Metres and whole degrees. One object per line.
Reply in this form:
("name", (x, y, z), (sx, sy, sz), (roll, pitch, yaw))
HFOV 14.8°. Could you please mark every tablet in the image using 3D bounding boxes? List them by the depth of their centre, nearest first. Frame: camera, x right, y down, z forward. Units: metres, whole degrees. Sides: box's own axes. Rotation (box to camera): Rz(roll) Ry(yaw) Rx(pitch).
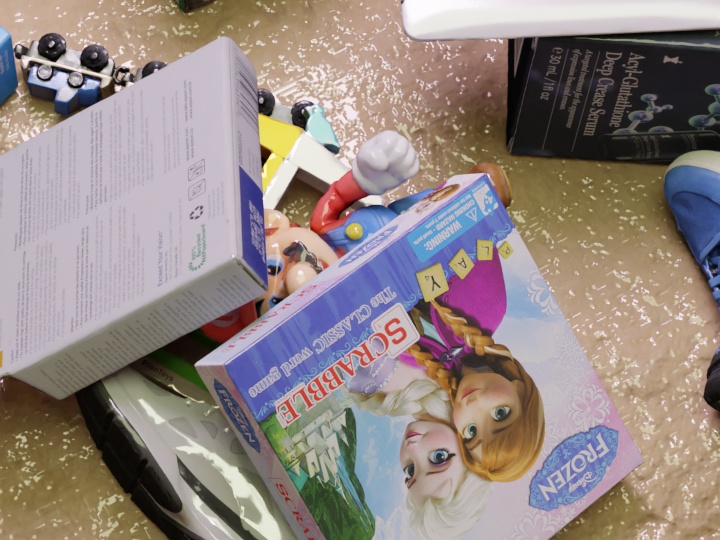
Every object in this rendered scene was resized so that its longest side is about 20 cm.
("tablet", (0.119, -0.194, 1.618), (0.200, 0.014, 0.130), (-3, 65, -4))

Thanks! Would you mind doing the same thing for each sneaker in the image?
("sneaker", (-0.070, 0.105, 1.597), (0.115, 0.076, 0.201), (-37, 81, -22))
("sneaker", (0.231, 0.023, 1.649), (0.111, 0.077, 0.200), (-36, 78, -29))

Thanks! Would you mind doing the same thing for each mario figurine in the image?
("mario figurine", (0.000, 0.000, 1.597), (0.200, 0.106, 0.124), (-14, 61, -17))

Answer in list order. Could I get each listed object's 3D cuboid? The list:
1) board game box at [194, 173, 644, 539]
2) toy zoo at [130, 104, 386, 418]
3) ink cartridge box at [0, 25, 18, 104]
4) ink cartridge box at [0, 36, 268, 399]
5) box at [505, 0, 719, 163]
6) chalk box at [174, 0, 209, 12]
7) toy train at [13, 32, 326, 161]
("board game box", (0.037, 0.081, 1.564), (0.200, 0.041, 0.200), (-37, 105, -23))
("toy zoo", (-0.074, -0.016, 1.660), (0.131, 0.020, 0.200), (29, 72, 2))
("ink cartridge box", (-0.315, -0.092, 1.674), (0.116, 0.067, 0.200), (36, 68, 13))
("ink cartridge box", (-0.147, -0.022, 1.607), (0.200, 0.043, 0.197), (-27, 40, 20))
("box", (0.195, -0.143, 1.688), (0.200, 0.149, 0.107), (3, 65, -2))
("chalk box", (-0.088, -0.278, 1.704), (0.124, 0.200, 0.124), (-28, 69, -16))
("toy train", (-0.120, -0.102, 1.713), (0.200, 0.034, 0.046), (15, 75, 3))
